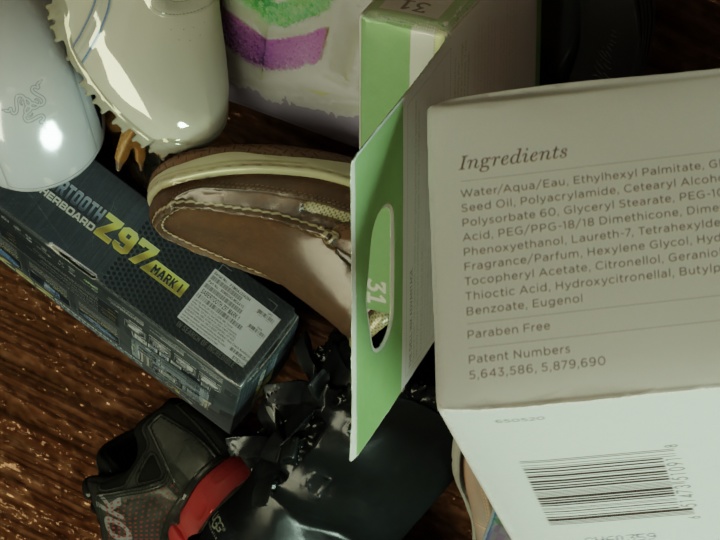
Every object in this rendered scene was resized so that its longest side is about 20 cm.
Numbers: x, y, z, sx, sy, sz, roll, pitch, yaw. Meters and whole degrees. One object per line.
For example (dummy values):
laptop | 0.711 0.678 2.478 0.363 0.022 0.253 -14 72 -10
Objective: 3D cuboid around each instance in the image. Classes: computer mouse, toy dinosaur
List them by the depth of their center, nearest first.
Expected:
computer mouse | -0.174 -0.133 1.269 0.200 0.110 0.044 64 169 9
toy dinosaur | -0.109 -0.093 1.307 0.106 0.060 0.200 49 153 46

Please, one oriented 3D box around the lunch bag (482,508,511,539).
lunch bag | 0.163 0.109 1.224 0.200 0.170 0.127 18 167 14

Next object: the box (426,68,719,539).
box | 0.140 0.020 1.087 0.200 0.131 0.199 -6 157 11

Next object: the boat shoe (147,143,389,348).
boat shoe | 0.002 -0.003 1.256 0.202 0.075 0.075 9 153 -9

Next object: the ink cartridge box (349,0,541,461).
ink cartridge box | 0.019 -0.038 1.129 0.048 0.200 0.146 15 127 21

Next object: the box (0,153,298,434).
box | -0.125 -0.007 1.350 0.200 0.051 0.158 37 168 4

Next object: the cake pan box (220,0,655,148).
cake pan box | 0.037 -0.130 1.224 0.200 0.052 0.184 22 132 16

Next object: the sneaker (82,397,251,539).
sneaker | -0.105 0.138 1.479 0.098 0.071 0.201 46 143 16

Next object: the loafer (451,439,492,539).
loafer | 0.087 0.118 1.341 0.063 0.072 0.200 33 136 36

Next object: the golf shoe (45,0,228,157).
golf shoe | -0.092 -0.150 1.224 0.097 0.078 0.200 -11 98 51

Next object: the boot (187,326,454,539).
boot | 0.017 0.117 1.377 0.198 0.073 0.163 23 112 -33
